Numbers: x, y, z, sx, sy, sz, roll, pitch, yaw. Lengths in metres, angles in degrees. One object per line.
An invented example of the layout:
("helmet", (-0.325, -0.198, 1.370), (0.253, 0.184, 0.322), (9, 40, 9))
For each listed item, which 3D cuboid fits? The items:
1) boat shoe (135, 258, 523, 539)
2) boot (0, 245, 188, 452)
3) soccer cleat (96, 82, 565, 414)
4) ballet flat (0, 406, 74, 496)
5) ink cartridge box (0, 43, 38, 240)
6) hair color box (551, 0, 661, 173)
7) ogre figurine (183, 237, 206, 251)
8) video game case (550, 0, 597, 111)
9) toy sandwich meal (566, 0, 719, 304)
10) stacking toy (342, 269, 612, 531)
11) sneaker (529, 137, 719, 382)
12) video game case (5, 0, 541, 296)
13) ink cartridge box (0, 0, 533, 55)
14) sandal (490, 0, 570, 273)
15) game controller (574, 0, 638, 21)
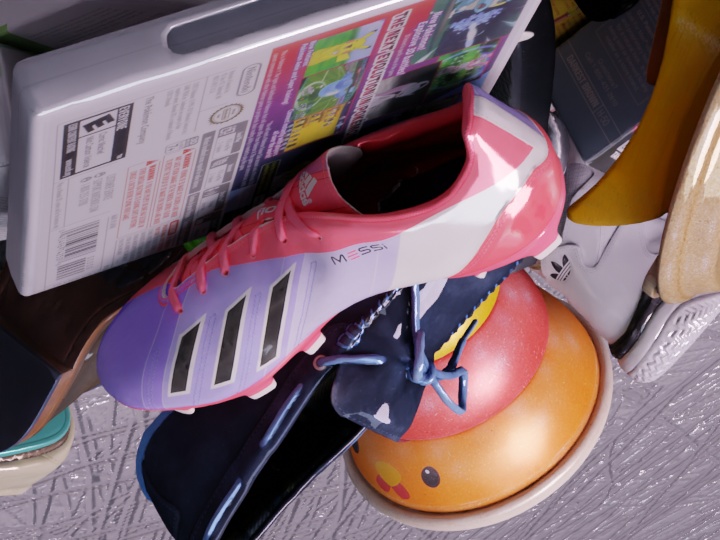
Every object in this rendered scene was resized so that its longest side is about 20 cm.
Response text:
("boat shoe", (0.003, 0.043, 0.955), (0.200, 0.069, 0.084), (-46, 142, 19))
("boot", (-0.107, -0.007, 1.078), (0.200, 0.075, 0.097), (-47, 172, 15))
("soccer cleat", (-0.021, -0.009, 0.880), (0.199, 0.067, 0.076), (-22, 140, 21))
("ballet flat", (-0.226, 0.085, 1.119), (0.199, 0.070, 0.070), (1, 142, -38))
("ink cartridge box", (-0.179, -0.036, 0.927), (0.199, 0.050, 0.161), (-8, 174, 21))
("hair color box", (0.187, -0.114, 1.072), (0.200, 0.061, 0.099), (-38, 148, 20))
("ogre figurine", (0.000, 0.000, 1.035), (0.120, 0.098, 0.201), (-40, 132, -19))
("video game case", (0.090, -0.120, 1.068), (0.199, 0.018, 0.143), (-29, 151, 7))
("toy sandwich meal", (0.144, -0.086, 0.943), (0.206, 0.070, 0.206), (-55, 161, -29))
("stacking toy", (0.026, 0.017, 1.169), (0.146, 0.146, 0.200), (-27, 132, 5))
("sneaker", (0.147, -0.038, 1.192), (0.200, 0.115, 0.075), (-46, 175, -46))
("video game case", (-0.033, -0.055, 0.833), (0.181, 0.023, 0.200), (-19, 167, -14))
("ink cartridge box", (-0.045, -0.112, 0.885), (0.199, 0.068, 0.117), (1, 172, -38))
("sandal", (0.070, -0.066, 1.045), (0.043, 0.076, 0.201), (-21, 151, -15))
("game controller", (0.081, -0.181, 0.873), (0.042, 0.105, 0.200), (-25, 152, -16))
